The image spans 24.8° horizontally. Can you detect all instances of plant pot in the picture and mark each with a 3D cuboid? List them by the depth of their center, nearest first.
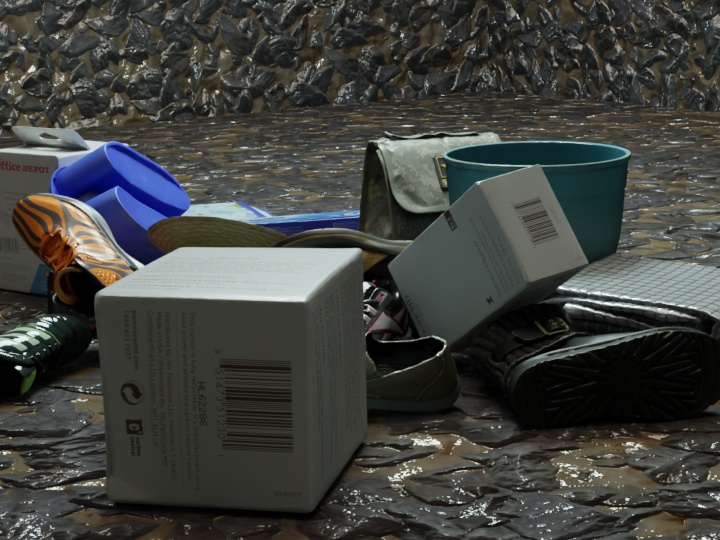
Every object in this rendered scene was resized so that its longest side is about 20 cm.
[{"bbox_3d":[0.191,-0.035,1.768,0.200,0.188,0.200,-2,12,0],"label":"plant pot"}]

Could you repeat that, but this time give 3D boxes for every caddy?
[{"bbox_3d":[-0.280,-0.060,1.922,0.105,0.142,0.200,-32,-35,19],"label":"caddy"}]

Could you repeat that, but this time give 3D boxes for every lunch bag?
[{"bbox_3d":[0.088,-0.062,1.883,0.164,0.200,0.118,-6,12,-25],"label":"lunch bag"},{"bbox_3d":[-0.173,-0.036,2.089,0.160,0.083,0.200,-2,12,-19],"label":"lunch bag"}]

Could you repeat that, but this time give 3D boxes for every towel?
[{"bbox_3d":[0.291,0.050,1.613,0.200,0.086,0.166,8,17,33],"label":"towel"}]

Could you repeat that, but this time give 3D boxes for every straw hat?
[{"bbox_3d":[-0.146,0.017,1.794,0.201,0.085,0.201,9,-18,3],"label":"straw hat"}]

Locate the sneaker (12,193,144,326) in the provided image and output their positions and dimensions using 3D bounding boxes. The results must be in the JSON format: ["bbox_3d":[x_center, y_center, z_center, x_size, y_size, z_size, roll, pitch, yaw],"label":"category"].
[{"bbox_3d":[-0.297,-0.013,1.686,0.200,0.078,0.112,35,14,14],"label":"sneaker"}]

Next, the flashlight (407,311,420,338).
[{"bbox_3d":[-0.021,0.042,1.721,0.200,0.068,0.068,0,28,6],"label":"flashlight"}]

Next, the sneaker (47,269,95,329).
[{"bbox_3d":[-0.291,0.029,1.795,0.087,0.074,0.200,0,11,1],"label":"sneaker"}]

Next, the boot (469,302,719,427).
[{"bbox_3d":[0.213,0.078,1.482,0.211,0.080,0.158,-3,12,-7],"label":"boot"}]

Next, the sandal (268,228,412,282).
[{"bbox_3d":[0.000,0.000,1.686,0.200,0.055,0.082,9,-25,-8],"label":"sandal"}]

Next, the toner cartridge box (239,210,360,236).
[{"bbox_3d":[-0.043,-0.020,1.956,0.200,0.095,0.043,-4,11,-17],"label":"toner cartridge box"}]

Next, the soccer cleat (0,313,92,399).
[{"bbox_3d":[-0.326,0.088,1.565,0.081,0.068,0.200,35,26,30],"label":"soccer cleat"}]

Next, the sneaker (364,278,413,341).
[{"bbox_3d":[-0.006,0.056,1.596,0.080,0.086,0.200,0,12,16],"label":"sneaker"}]

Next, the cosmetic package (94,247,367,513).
[{"bbox_3d":[-0.094,0.079,1.292,0.166,0.168,0.200,1,11,12],"label":"cosmetic package"}]

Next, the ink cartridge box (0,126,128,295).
[{"bbox_3d":[-0.365,-0.079,2.014,0.128,0.200,0.125,8,14,36],"label":"ink cartridge box"}]

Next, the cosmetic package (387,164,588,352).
[{"bbox_3d":[0.118,-0.005,1.567,0.081,0.113,0.200,-17,-17,-33],"label":"cosmetic package"}]

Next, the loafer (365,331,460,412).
[{"bbox_3d":[-0.009,0.083,1.456,0.200,0.070,0.075,-2,37,-8],"label":"loafer"}]
